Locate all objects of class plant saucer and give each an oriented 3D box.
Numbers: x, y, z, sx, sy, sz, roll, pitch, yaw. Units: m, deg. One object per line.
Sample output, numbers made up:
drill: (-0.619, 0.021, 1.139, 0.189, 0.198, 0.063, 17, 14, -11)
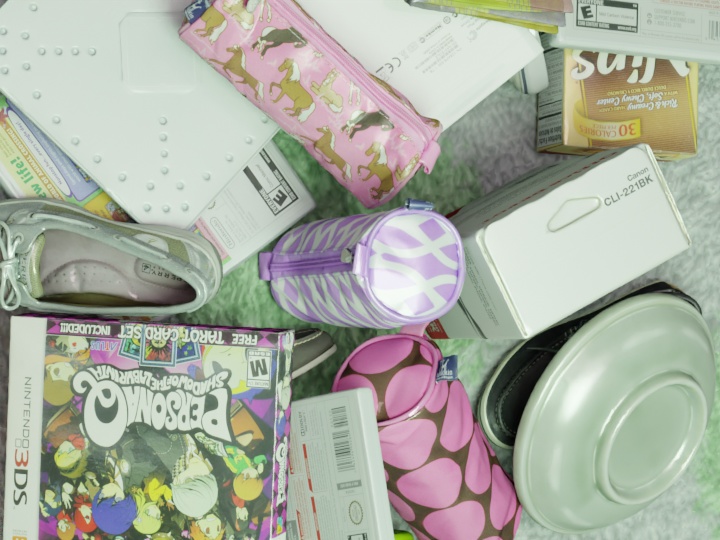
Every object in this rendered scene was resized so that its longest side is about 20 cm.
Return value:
plant saucer: (0.203, 0.116, 1.434, 0.200, 0.050, 0.201, -20, 125, -31)

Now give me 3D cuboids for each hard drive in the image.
hard drive: (0.022, -0.199, 1.403, 0.132, 0.027, 0.200, -38, 100, -4)

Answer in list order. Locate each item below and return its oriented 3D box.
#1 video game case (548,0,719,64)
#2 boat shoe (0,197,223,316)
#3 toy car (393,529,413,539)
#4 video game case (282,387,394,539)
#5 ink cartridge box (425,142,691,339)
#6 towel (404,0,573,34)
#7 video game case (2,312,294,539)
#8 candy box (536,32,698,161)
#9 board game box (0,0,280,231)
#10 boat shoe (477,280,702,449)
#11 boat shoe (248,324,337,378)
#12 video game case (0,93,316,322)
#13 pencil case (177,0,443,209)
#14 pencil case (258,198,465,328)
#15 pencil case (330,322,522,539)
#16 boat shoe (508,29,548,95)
video game case: (0.238, -0.251, 1.473, 0.200, 0.023, 0.182, 4, 85, -19)
boat shoe: (-0.198, -0.004, 1.337, 0.201, 0.065, 0.075, 10, 105, 4)
toy car: (0.008, 0.270, 1.338, 0.157, 0.200, 0.165, 0, 87, -25)
video game case: (-0.064, 0.166, 1.334, 0.018, 0.200, 0.144, 1, 78, -53)
ink cartridge box: (0.124, -0.018, 1.391, 0.144, 0.200, 0.084, -28, 95, -16)
towel: (0.086, -0.274, 1.399, 0.143, 0.023, 0.200, 3, 78, -27)
video game case: (-0.146, 0.124, 1.320, 0.200, 0.036, 0.182, 4, 93, 15)
candy box: (0.200, -0.188, 1.497, 0.115, 0.055, 0.201, 3, 86, -18)
board game box: (-0.146, -0.154, 1.383, 0.200, 0.026, 0.200, 44, 74, -12)
boat shoe: (0.176, 0.069, 1.475, 0.200, 0.062, 0.075, -29, 98, -15)
boat shoe: (-0.114, 0.071, 1.385, 0.200, 0.067, 0.057, -22, 98, -13)
video game case: (-0.159, -0.075, 1.402, 0.182, 0.022, 0.200, -38, 99, -15)
pencil case: (-0.033, -0.131, 1.354, 0.200, 0.087, 0.083, 43, 96, -8)
pencil case: (0.000, 0.000, 1.356, 0.085, 0.200, 0.084, -2, 88, -21)
pencil case: (0.055, 0.128, 1.384, 0.200, 0.091, 0.094, 63, 38, -45)
boat shoe: (0.080, -0.219, 1.455, 0.070, 0.071, 0.200, -23, 105, 2)
